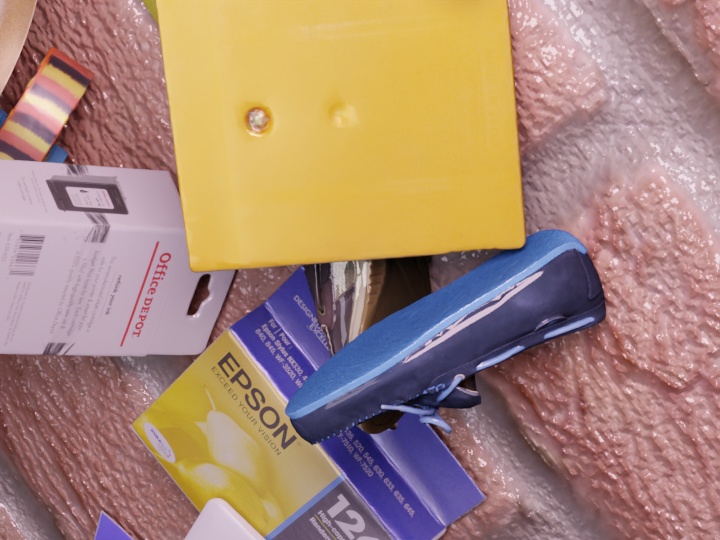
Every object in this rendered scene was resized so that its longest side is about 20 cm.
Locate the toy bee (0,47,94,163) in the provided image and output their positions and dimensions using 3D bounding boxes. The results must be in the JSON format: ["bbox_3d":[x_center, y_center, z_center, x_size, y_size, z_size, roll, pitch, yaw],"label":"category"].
[{"bbox_3d":[-0.244,-0.053,1.246,0.130,0.109,0.201,16,134,3],"label":"toy bee"}]

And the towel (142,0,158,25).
[{"bbox_3d":[-0.104,-0.170,1.142,0.086,0.018,0.201,-35,89,42],"label":"towel"}]

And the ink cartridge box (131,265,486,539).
[{"bbox_3d":[-0.041,0.129,1.232,0.198,0.047,0.200,51,135,6],"label":"ink cartridge box"}]

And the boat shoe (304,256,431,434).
[{"bbox_3d":[-0.001,0.000,1.120,0.066,0.072,0.202,16,116,37],"label":"boat shoe"}]

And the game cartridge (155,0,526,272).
[{"bbox_3d":[-0.010,-0.092,1.034,0.198,0.032,0.178,-4,106,5],"label":"game cartridge"}]

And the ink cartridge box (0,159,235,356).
[{"bbox_3d":[-0.189,-0.006,1.210,0.116,0.199,0.067,-65,36,33],"label":"ink cartridge box"}]

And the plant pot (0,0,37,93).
[{"bbox_3d":[-0.277,-0.141,1.190,0.027,0.201,0.199,28,145,-34],"label":"plant pot"}]

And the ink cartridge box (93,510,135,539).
[{"bbox_3d":[-0.160,0.319,1.421,0.199,0.043,0.199,34,130,21],"label":"ink cartridge box"}]

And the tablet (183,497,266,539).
[{"bbox_3d":[-0.096,0.263,1.307,0.130,0.014,0.200,42,131,11],"label":"tablet"}]

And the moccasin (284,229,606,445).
[{"bbox_3d":[0.052,0.054,1.048,0.199,0.081,0.068,-29,108,11],"label":"moccasin"}]
